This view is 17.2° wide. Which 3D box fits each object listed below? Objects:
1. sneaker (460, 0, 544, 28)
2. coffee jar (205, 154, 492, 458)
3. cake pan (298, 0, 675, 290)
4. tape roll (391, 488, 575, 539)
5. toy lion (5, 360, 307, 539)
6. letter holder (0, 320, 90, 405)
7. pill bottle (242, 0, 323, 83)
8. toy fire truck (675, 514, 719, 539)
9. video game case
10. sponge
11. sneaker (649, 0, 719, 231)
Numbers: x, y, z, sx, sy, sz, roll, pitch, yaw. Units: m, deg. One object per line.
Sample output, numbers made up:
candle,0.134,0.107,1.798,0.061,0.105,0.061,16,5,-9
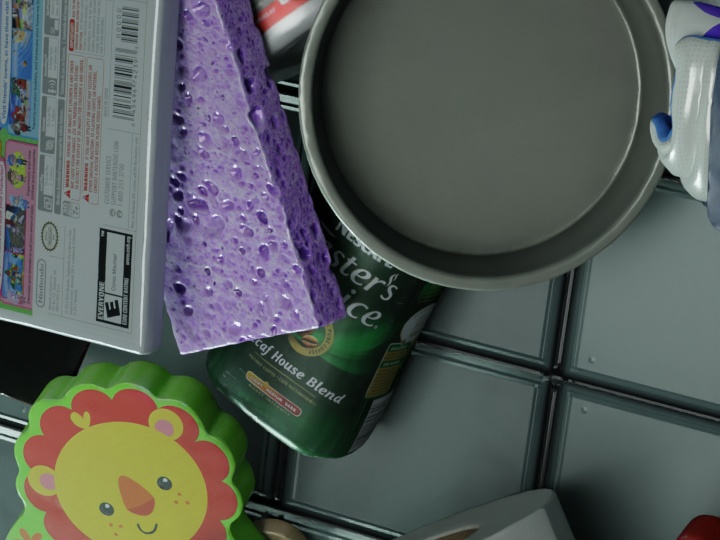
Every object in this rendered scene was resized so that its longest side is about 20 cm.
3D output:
sneaker,0.050,-0.221,1.282,0.099,0.078,0.200,-34,93,22
coffee jar,0.000,0.000,1.338,0.104,0.085,0.201,36,114,15
cake pan,0.065,-0.091,1.239,0.199,0.037,0.202,-1,99,-7
tape roll,0.041,0.221,1.297,0.202,0.202,0.140,-22,90,29
toy lion,-0.138,0.150,1.417,0.199,0.069,0.192,-32,106,29
letter holder,-0.188,-0.044,1.429,0.100,0.142,0.201,20,113,-12
pill bottle,-0.070,-0.212,1.314,0.114,0.114,0.201,-35,83,28
toy fire truck,0.240,0.225,1.258,0.199,0.112,0.169,30,131,20
video game case,-0.179,-0.069,1.303,0.181,0.022,0.201,12,105,31
sponge,-0.082,-0.057,1.290,0.111,0.030,0.201,-10,100,43
sneaker,0.214,-0.105,1.112,0.146,0.081,0.201,34,122,13
